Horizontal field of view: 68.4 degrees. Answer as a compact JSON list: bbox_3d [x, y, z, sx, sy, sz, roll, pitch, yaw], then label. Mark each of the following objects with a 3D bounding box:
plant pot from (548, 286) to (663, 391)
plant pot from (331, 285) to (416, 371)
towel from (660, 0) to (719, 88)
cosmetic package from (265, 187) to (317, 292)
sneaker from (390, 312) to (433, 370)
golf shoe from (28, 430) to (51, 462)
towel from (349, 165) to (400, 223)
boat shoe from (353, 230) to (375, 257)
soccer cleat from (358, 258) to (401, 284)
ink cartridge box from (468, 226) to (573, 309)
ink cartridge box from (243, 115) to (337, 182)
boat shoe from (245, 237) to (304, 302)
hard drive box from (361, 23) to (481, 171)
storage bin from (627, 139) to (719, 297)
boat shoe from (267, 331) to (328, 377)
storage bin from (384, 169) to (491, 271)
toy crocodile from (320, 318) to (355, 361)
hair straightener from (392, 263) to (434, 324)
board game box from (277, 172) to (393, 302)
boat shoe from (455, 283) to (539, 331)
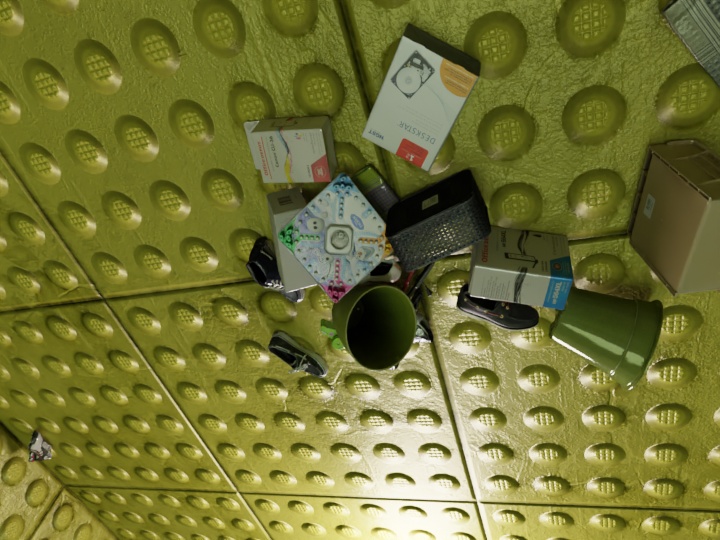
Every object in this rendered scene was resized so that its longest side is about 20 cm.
[{"bbox_3d":[0.520,0.127,1.154,0.185,0.201,0.205,21,131,13],"label":"plant pot"},{"bbox_3d":[0.009,0.118,1.266,0.188,0.188,0.199,47,166,-22],"label":"plant pot"},{"bbox_3d":[0.599,-0.405,0.810,0.198,0.035,0.191,38,130,-17],"label":"towel"},{"bbox_3d":[-0.157,-0.068,1.209,0.082,0.108,0.205,-14,127,-13],"label":"cosmetic package"},{"bbox_3d":[0.130,0.190,1.372,0.111,0.076,0.205,8,128,6],"label":"sneaker"},{"bbox_3d":[-1.347,0.737,2.230,0.085,0.079,0.202,11,135,-20],"label":"golf shoe"},{"bbox_3d":[0.030,-0.127,1.187,0.141,0.023,0.201,-25,117,31],"label":"towel"},{"bbox_3d":[-0.047,-0.061,1.224,0.196,0.070,0.072,-14,105,39],"label":"boat shoe"},{"bbox_3d":[0.000,0.000,1.250,0.192,0.071,0.085,-2,160,12],"label":"soccer cleat"},{"bbox_3d":[0.331,-0.011,1.110,0.192,0.148,0.086,8,131,8],"label":"ink cartridge box"},{"bbox_3d":[-0.155,-0.251,1.112,0.192,0.068,0.119,1,128,15],"label":"ink cartridge box"},{"bbox_3d":[-0.216,0.025,1.328,0.073,0.094,0.202,-20,119,28],"label":"boat shoe"},{"bbox_3d":[0.110,-0.315,0.983,0.152,0.078,0.203,24,130,-3],"label":"hard drive box"},{"bbox_3d":[0.579,-0.096,0.946,0.090,0.202,0.205,-7,128,-1],"label":"storage bin"},{"bbox_3d":[-0.178,0.256,1.513,0.199,0.069,0.073,43,127,-18],"label":"boat shoe"},{"bbox_3d":[0.156,-0.102,1.082,0.195,0.137,0.095,-25,118,22],"label":"storage bin"},{"bbox_3d":[-0.025,0.188,1.419,0.197,0.068,0.062,35,110,-15],"label":"toy crocodile"},{"bbox_3d":[0.133,0.053,1.258,0.075,0.041,0.204,25,114,2],"label":"hair straightener"},{"bbox_3d":[-0.045,-0.064,1.129,0.199,0.026,0.201,-40,106,7],"label":"board game box"},{"bbox_3d":[0.322,0.085,1.235,0.195,0.075,0.064,16,139,9],"label":"boat shoe"}]
